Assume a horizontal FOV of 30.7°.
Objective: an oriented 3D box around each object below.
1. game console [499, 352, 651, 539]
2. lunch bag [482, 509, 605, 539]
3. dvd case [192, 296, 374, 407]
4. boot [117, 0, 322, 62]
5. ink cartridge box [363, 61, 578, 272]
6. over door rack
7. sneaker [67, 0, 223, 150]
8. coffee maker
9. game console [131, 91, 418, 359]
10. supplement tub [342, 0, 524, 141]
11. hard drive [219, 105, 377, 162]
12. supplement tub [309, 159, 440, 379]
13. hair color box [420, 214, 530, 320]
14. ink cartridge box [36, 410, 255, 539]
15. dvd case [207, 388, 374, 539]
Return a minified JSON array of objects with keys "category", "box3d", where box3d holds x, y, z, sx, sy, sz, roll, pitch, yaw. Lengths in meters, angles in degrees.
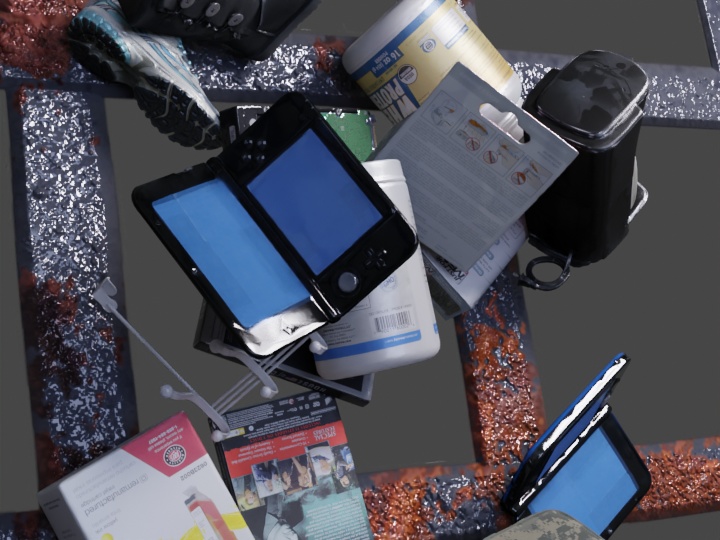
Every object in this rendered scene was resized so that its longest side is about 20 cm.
[{"category":"game console","box3d":[0.263,0.223,1.474,0.118,0.171,0.200,38,56,17]},{"category":"lunch bag","box3d":[0.177,0.370,1.362,0.199,0.139,0.169,-23,129,-32]},{"category":"dvd case","box3d":[-0.069,0.043,1.376,0.199,0.025,0.152,21,59,-21]},{"category":"boot","box3d":[-0.132,-0.302,1.345,0.199,0.165,0.066,11,33,-50]},{"category":"ink cartridge box","box3d":[0.107,-0.111,1.367,0.159,0.200,0.047,35,35,-10]},{"category":"over door rack","box3d":[-0.150,0.047,1.260,0.148,0.067,0.200,-40,90,10]},{"category":"sneaker","box3d":[-0.202,-0.213,1.360,0.200,0.077,0.087,43,52,-14]},{"category":"coffee maker","box3d":[0.241,-0.106,1.421,0.133,0.201,0.193,8,57,15]},{"category":"game console","box3d":[-0.075,-0.047,1.204,0.176,0.116,0.200,-40,79,9]},{"category":"supplement tub","box3d":[0.091,-0.212,1.486,0.200,0.144,0.145,48,58,-8]},{"category":"hard drive","box3d":[-0.058,-0.103,1.397,0.199,0.038,0.141,-6,88,-43]},{"category":"supplement tub","box3d":[0.000,0.000,1.317,0.131,0.132,0.202,-11,88,-32]},{"category":"hair color box","box3d":[0.134,-0.049,1.511,0.099,0.061,0.200,47,57,-9]},{"category":"ink cartridge box","box3d":[-0.185,0.256,1.220,0.145,0.083,0.201,-29,91,-33]},{"category":"dvd case","box3d":[-0.066,0.230,1.334,0.145,0.022,0.202,-12,80,-32]}]
